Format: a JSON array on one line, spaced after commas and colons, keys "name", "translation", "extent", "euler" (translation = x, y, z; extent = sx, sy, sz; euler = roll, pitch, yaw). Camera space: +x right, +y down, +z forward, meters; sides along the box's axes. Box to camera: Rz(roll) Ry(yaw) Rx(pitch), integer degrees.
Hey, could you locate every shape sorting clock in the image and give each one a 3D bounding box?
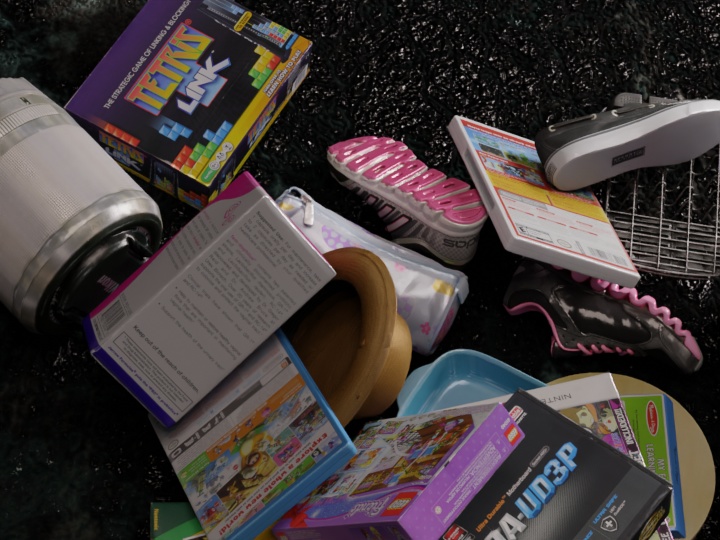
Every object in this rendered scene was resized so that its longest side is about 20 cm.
[{"name": "shape sorting clock", "translation": [0.216, 0.180, 1.698], "extent": [0.199, 0.039, 0.201], "euler": [-3, 56, 4]}]

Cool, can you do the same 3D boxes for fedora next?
[{"name": "fedora", "translation": [-0.016, 0.080, 1.675], "extent": [0.082, 0.200, 0.202], "euler": [24, 53, -35]}]

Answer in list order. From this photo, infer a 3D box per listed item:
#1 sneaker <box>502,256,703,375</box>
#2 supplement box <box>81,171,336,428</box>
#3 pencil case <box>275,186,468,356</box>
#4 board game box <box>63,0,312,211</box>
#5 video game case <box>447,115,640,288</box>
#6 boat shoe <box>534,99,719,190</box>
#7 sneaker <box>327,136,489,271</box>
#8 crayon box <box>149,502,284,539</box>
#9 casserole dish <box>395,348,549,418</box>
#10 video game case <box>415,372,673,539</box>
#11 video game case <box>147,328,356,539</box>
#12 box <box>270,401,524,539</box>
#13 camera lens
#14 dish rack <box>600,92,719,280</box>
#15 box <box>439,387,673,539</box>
[{"name": "sneaker", "translation": [0.220, 0.052, 1.763], "extent": [0.199, 0.079, 0.096], "euler": [32, 82, 13]}, {"name": "supplement box", "translation": [-0.133, 0.023, 1.652], "extent": [0.200, 0.101, 0.103], "euler": [-43, 110, 1]}, {"name": "pencil case", "translation": [0.000, 0.000, 1.747], "extent": [0.199, 0.091, 0.083], "euler": [28, 22, 8]}, {"name": "board game box", "translation": [-0.166, -0.176, 1.846], "extent": [0.165, 0.057, 0.200], "euler": [28, 62, 8]}, {"name": "video game case", "translation": [0.168, -0.065, 1.766], "extent": [0.142, 0.017, 0.200], "euler": [16, 31, -26]}, {"name": "boat shoe", "translation": [0.259, -0.132, 1.802], "extent": [0.199, 0.069, 0.057], "euler": [-16, 54, -16]}, {"name": "sneaker", "translation": [0.040, -0.059, 1.795], "extent": [0.074, 0.088, 0.199], "euler": [-27, 44, -36]}, {"name": "crayon box", "translation": [-0.090, 0.294, 1.589], "extent": [0.171, 0.058, 0.201], "euler": [0, 60, -6]}, {"name": "casserole dish", "translation": [0.124, 0.149, 1.682], "extent": [0.199, 0.039, 0.121], "euler": [26, 63, 21]}, {"name": "video game case", "translation": [0.154, 0.191, 1.598], "extent": [0.180, 0.036, 0.201], "euler": [-12, 54, -6]}, {"name": "video game case", "translation": [-0.096, 0.138, 1.617], "extent": [0.143, 0.018, 0.200], "euler": [-39, 39, 2]}, {"name": "box", "translation": [0.027, 0.173, 1.537], "extent": [0.137, 0.200, 0.039], "euler": [-45, 106, -29]}, {"name": "camera lens", "translation": [-0.289, -0.054, 1.704], "extent": [0.160, 0.160, 0.200], "euler": [-38, 71, -23]}, {"name": "dish rack", "translation": [0.303, -0.079, 1.846], "extent": [0.152, 0.055, 0.201], "euler": [8, 62, 0]}, {"name": "box", "translation": [0.132, 0.211, 1.532], "extent": [0.159, 0.046, 0.200], "euler": [32, 62, 25]}]
